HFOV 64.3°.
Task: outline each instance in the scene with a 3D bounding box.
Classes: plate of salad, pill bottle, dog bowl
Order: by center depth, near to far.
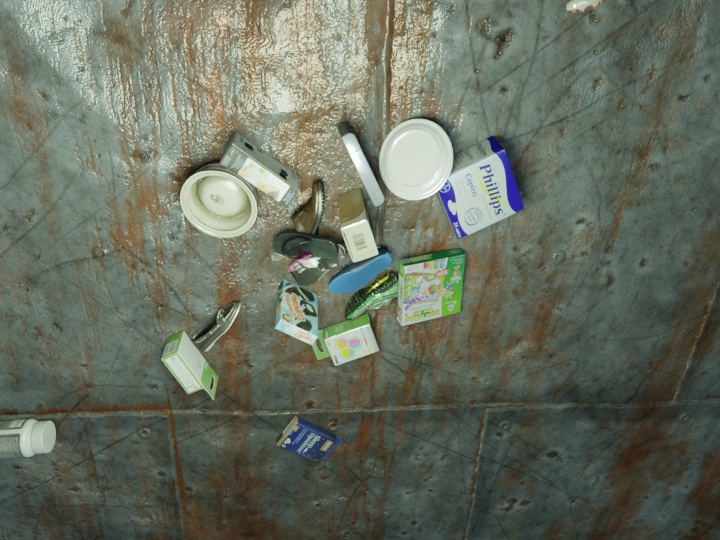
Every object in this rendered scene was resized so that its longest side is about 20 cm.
[{"bbox_3d":[0.142,-0.280,1.455,0.196,0.048,0.205,1,92,23],"label":"plate of salad"},{"bbox_3d":[-0.352,-0.185,1.457,0.196,0.074,0.203,2,130,2],"label":"dog bowl"},{"bbox_3d":[-1.058,0.517,1.759,0.196,0.114,0.116,-2,119,-5],"label":"pill bottle"}]

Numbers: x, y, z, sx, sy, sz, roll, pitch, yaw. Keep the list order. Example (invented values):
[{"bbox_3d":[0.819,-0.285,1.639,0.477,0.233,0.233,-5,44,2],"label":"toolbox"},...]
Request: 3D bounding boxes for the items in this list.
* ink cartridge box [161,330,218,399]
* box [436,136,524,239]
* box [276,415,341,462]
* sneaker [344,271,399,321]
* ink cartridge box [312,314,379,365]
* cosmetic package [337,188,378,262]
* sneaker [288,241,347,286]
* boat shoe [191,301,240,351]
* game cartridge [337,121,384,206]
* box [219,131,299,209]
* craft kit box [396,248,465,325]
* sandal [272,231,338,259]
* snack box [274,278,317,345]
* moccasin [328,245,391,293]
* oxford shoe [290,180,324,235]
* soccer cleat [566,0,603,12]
[{"bbox_3d":[-0.505,0.292,1.703,0.058,0.104,0.202,-23,119,8],"label":"ink cartridge box"},{"bbox_3d":[0.304,-0.217,1.513,0.197,0.105,0.186,-25,119,7],"label":"box"},{"bbox_3d":[-0.171,0.580,1.941,0.198,0.033,0.122,30,111,-21],"label":"box"},{"bbox_3d":[0.040,0.093,1.669,0.198,0.078,0.086,-32,118,11],"label":"sneaker"},{"bbox_3d":[-0.052,0.218,1.728,0.197,0.060,0.105,-18,119,3],"label":"ink cartridge box"},{"bbox_3d":[-0.009,-0.120,1.476,0.070,0.201,0.107,-18,119,5],"label":"cosmetic package"},{"bbox_3d":[-0.106,-0.021,1.593,0.198,0.086,0.081,-21,99,30],"label":"sneaker"},{"bbox_3d":[-0.421,0.158,1.661,0.057,0.067,0.200,31,115,-26],"label":"boat shoe"},{"bbox_3d":[0.003,-0.265,1.436,0.040,0.134,0.202,-24,119,8],"label":"game cartridge"},{"bbox_3d":[-0.247,-0.250,1.429,0.199,0.117,0.060,34,109,-20],"label":"box"},{"bbox_3d":[0.202,0.048,1.655,0.196,0.049,0.201,-12,124,-18],"label":"craft kit box"},{"bbox_3d":[-0.155,-0.061,1.513,0.197,0.048,0.076,3,126,25],"label":"sandal"},{"bbox_3d":[-0.175,0.112,1.585,0.115,0.201,0.037,27,116,-20],"label":"snack box"},{"bbox_3d":[0.000,0.000,1.622,0.197,0.069,0.081,-26,126,9],"label":"moccasin"},{"bbox_3d":[-0.142,-0.147,1.522,0.083,0.073,0.203,13,116,-8],"label":"oxford shoe"},{"bbox_3d":[0.561,-0.663,1.323,0.197,0.069,0.079,-25,114,-1],"label":"soccer cleat"}]
